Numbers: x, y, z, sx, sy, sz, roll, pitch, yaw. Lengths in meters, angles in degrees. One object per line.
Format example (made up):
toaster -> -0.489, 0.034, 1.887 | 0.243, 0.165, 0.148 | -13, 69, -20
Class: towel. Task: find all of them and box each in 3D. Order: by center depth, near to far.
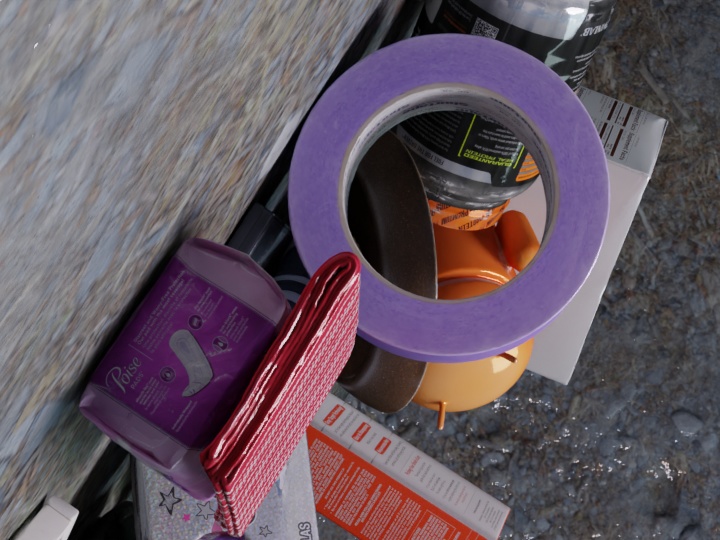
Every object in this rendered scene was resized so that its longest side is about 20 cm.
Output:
towel -> -0.043, 0.073, 1.219 | 0.145, 0.022, 0.200 | -58, 173, -14

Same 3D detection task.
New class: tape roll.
tape roll -> 0.055, -0.043, 1.368 | 0.201, 0.199, 0.085 | -57, 176, -4

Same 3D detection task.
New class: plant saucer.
plant saucer -> 0.000, 0.000, 1.519 | 0.200, 0.034, 0.202 | 178, -90, -69

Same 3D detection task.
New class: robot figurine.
robot figurine -> 0.060, 0.018, 1.577 | 0.117, 0.143, 0.201 | 87, -11, -45

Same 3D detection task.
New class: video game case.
video game case -> -0.091, 0.027, 1.435 | 0.143, 0.019, 0.200 | -58, 177, -1

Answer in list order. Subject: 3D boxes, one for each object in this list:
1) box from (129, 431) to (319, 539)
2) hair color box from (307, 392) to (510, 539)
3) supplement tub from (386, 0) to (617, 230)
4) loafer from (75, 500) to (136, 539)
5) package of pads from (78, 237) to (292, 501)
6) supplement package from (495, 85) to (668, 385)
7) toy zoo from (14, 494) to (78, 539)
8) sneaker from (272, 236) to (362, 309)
box -> -0.088, 0.197, 1.418 | 0.132, 0.114, 0.201 | 114, -31, -71
hair color box -> 0.014, 0.169, 1.702 | 0.061, 0.199, 0.102 | -58, 175, 13
supplement tub -> 0.089, -0.135, 1.502 | 0.123, 0.122, 0.201 | -51, 166, -57
loafer -> -0.192, 0.222, 1.462 | 0.071, 0.073, 0.200 | -20, -165, 23
package of pads -> -0.089, 0.061, 1.242 | 0.121, 0.075, 0.200 | -56, 171, -9
supplement package -> 0.114, -0.052, 1.725 | 0.147, 0.199, 0.192 | -57, 167, -65
toy zoo -> -0.222, 0.213, 1.252 | 0.132, 0.020, 0.200 | -60, 175, 37
sneaker -> -0.060, 0.069, 1.481 | 0.109, 0.070, 0.201 | -60, 173, -49
